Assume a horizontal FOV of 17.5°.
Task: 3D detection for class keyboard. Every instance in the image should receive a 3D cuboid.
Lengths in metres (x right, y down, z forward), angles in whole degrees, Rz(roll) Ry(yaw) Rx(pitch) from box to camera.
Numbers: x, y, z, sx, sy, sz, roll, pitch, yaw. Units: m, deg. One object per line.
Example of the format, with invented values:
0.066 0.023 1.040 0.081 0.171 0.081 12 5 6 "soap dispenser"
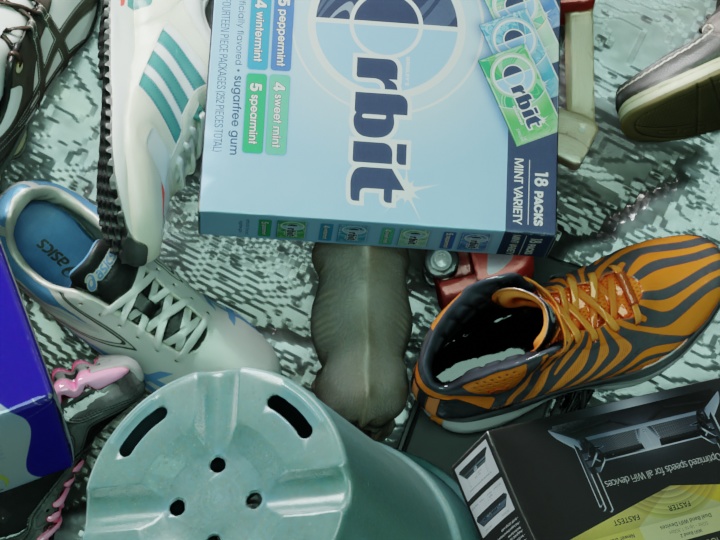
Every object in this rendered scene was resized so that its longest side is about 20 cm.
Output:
0.085 0.087 1.393 0.104 0.040 0.201 20 78 9 "keyboard"

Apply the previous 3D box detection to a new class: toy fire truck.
0.087 -0.086 1.388 0.140 0.049 0.201 -14 81 -2 "toy fire truck"

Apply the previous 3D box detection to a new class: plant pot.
-0.045 0.155 1.263 0.199 0.196 0.201 -9 63 18 "plant pot"

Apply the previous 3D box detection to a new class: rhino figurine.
0.000 0.000 1.366 0.060 0.087 0.201 0 85 -3 "rhino figurine"

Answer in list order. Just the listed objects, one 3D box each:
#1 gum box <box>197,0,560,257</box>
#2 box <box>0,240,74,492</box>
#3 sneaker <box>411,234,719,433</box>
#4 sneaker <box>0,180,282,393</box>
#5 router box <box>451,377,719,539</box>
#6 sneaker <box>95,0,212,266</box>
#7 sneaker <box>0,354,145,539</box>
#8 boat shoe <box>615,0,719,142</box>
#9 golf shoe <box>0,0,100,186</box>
0.012 -0.100 1.327 0.199 0.045 0.171 3 72 -3 "gum box"
-0.280 0.044 1.268 0.199 0.105 0.184 -20 65 -10 "box"
0.123 0.030 1.327 0.199 0.112 0.078 -28 74 -4 "sneaker"
-0.134 0.019 1.368 0.200 0.072 0.072 35 83 -1 "sneaker"
0.170 0.151 1.317 0.199 0.052 0.158 -10 66 -30 "router box"
-0.105 -0.095 1.357 0.093 0.070 0.200 2 60 -10 "sneaker"
-0.196 0.128 1.357 0.200 0.079 0.096 -36 94 7 "sneaker"
0.240 -0.141 1.402 0.199 0.073 0.065 -24 65 2 "boat shoe"
-0.204 -0.136 1.367 0.077 0.094 0.201 19 83 0 "golf shoe"
